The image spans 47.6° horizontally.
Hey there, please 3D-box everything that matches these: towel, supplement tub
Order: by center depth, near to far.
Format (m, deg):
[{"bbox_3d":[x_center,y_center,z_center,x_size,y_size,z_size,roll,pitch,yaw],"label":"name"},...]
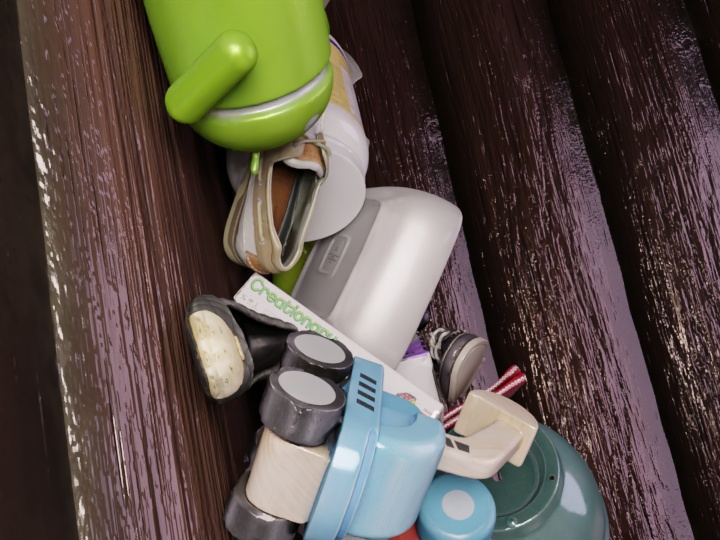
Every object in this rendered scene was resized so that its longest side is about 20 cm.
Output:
[{"bbox_3d":[-0.069,-0.145,0.840,0.146,0.143,0.202,78,1,-51],"label":"supplement tub"},{"bbox_3d":[0.104,0.159,0.884,0.023,0.144,0.200,57,-6,15],"label":"towel"}]

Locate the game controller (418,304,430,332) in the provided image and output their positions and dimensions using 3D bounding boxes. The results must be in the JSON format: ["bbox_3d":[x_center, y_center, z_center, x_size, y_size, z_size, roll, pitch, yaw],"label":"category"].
[{"bbox_3d":[0.001,0.080,1.103,0.042,0.198,0.105,56,12,-27],"label":"game controller"}]

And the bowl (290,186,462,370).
[{"bbox_3d":[0.000,0.000,0.837,0.202,0.074,0.200,-64,-157,-4],"label":"bowl"}]

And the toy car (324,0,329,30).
[{"bbox_3d":[-0.103,-0.315,0.731,0.159,0.199,0.164,-59,171,-5],"label":"toy car"}]

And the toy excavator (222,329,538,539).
[{"bbox_3d":[0.028,0.120,0.546,0.195,0.198,0.101,-75,-174,-73],"label":"toy excavator"}]

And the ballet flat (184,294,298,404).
[{"bbox_3d":[-0.075,0.044,0.531,0.200,0.056,0.067,66,11,-89],"label":"ballet flat"}]

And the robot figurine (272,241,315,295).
[{"bbox_3d":[-0.049,0.017,1.036,0.177,0.115,0.200,61,-1,10],"label":"robot figurine"}]

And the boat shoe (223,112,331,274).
[{"bbox_3d":[-0.056,-0.095,0.684,0.068,0.074,0.203,17,-82,46],"label":"boat shoe"}]

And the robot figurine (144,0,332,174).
[{"bbox_3d":[-0.082,-0.171,0.552,0.176,0.114,0.202,-68,155,-47],"label":"robot figurine"}]

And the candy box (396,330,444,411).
[{"bbox_3d":[0.001,0.132,0.952,0.200,0.165,0.073,-91,167,-87],"label":"candy box"}]

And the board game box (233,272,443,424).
[{"bbox_3d":[-0.016,0.090,0.717,0.199,0.035,0.127,34,-17,17],"label":"board game box"}]

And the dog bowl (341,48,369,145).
[{"bbox_3d":[-0.072,-0.184,1.026,0.199,0.058,0.203,7,-81,48],"label":"dog bowl"}]

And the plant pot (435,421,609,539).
[{"bbox_3d":[0.137,0.221,0.789,0.135,0.198,0.202,70,6,-47],"label":"plant pot"}]

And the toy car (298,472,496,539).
[{"bbox_3d":[0.004,0.205,0.707,0.186,0.175,0.201,92,-23,-45],"label":"toy car"}]

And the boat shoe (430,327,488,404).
[{"bbox_3d":[0.094,0.096,0.873,0.073,0.062,0.200,-57,166,-4],"label":"boat shoe"}]
